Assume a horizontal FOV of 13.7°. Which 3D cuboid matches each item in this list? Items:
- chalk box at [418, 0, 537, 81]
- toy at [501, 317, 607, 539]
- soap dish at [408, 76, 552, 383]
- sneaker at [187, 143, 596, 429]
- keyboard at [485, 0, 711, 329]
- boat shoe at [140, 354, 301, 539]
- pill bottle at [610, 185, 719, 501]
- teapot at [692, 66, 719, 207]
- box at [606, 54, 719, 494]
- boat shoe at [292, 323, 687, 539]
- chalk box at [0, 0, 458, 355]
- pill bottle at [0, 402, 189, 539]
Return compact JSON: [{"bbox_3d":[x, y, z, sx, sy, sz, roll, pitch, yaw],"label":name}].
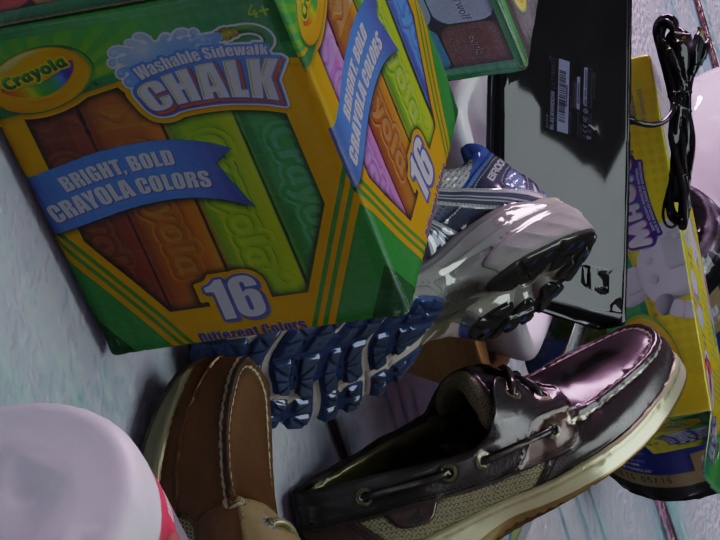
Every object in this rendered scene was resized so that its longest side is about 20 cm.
[{"bbox_3d":[0.004,-0.156,1.280,0.200,0.123,0.125,-77,153,-42],"label":"chalk box"},{"bbox_3d":[0.060,0.108,1.408,0.115,0.047,0.201,78,35,-68],"label":"toy"},{"bbox_3d":[0.046,-0.056,1.414,0.200,0.081,0.158,-65,142,-55],"label":"soap dish"},{"bbox_3d":[0.000,0.000,1.245,0.200,0.077,0.085,-20,59,-38],"label":"sneaker"},{"bbox_3d":[0.107,-0.071,1.365,0.127,0.021,0.201,15,69,-31],"label":"keyboard"},{"bbox_3d":[-0.042,0.129,1.120,0.076,0.074,0.201,47,40,-58],"label":"boat shoe"},{"bbox_3d":[0.160,0.022,1.654,0.112,0.111,0.200,-75,150,-46],"label":"pill bottle"},{"bbox_3d":[0.224,-0.013,1.782,0.146,0.200,0.198,-40,148,-32],"label":"teapot"},{"bbox_3d":[0.142,0.008,1.446,0.117,0.048,0.201,39,40,-74],"label":"box"},{"bbox_3d":[0.058,0.073,1.302,0.200,0.073,0.065,-34,113,-25],"label":"boat shoe"},{"bbox_3d":[-0.058,-0.088,1.083,0.124,0.124,0.200,-75,149,-46],"label":"chalk box"},{"bbox_3d":[-0.083,0.146,0.949,0.111,0.110,0.200,-76,151,-45],"label":"pill bottle"}]
